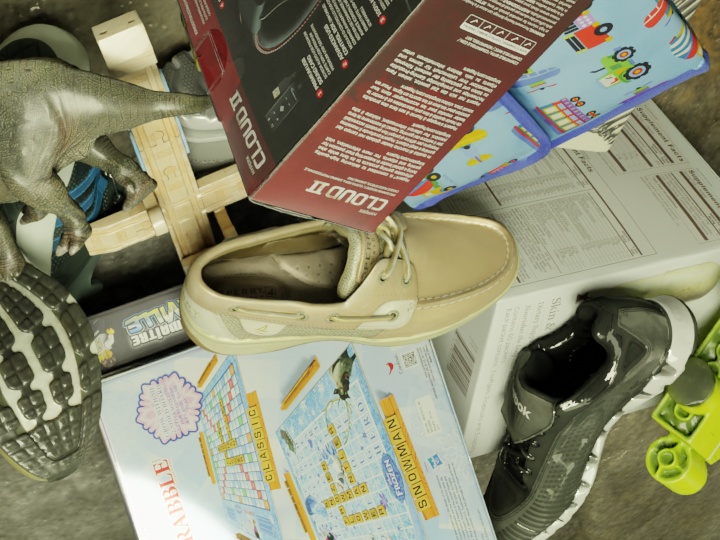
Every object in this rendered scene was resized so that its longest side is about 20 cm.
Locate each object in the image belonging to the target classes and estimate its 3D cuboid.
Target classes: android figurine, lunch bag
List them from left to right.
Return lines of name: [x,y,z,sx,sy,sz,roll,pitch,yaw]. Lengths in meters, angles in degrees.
lunch bag: [0.052,-0.112,0.703,0.199,0.095,0.150,-33,149,21]
android figurine: [0.251,0.067,0.914,0.183,0.041,0.200,-54,153,-1]

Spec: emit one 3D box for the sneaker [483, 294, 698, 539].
sneaker: [0.115,0.089,0.839,0.090,0.067,0.201,15,119,-37]

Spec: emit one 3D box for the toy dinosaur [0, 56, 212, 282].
toy dinosaur: [-0.160,-0.059,0.645,0.198,0.077,0.103,-7,130,35]

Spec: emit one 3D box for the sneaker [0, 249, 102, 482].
sneaker: [-0.201,0.028,0.733,0.076,0.201,0.089,-23,160,-30]

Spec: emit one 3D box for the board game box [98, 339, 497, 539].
board game box: [-0.034,0.126,0.798,0.198,0.202,0.041,-18,-179,-13]

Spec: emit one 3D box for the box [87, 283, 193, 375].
box: [-0.117,0.030,0.843,0.198,0.035,0.110,-20,-179,-13]

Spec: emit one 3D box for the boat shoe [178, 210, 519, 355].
boat shoe: [0.000,0.000,0.757,0.198,0.073,0.065,-8,158,-15]

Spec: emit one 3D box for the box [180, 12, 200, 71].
box: [-0.024,-0.187,0.650,0.116,0.049,0.201,-11,146,-18]

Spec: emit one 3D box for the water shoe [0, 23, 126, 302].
water shoe: [-0.169,-0.055,0.761,0.079,0.071,0.201,-28,150,-44]

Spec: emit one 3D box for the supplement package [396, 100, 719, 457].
supplement package: [0.132,0.002,0.925,0.198,0.151,0.153,-12,137,-21]

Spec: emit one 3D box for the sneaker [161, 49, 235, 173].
sneaker: [-0.022,-0.099,0.801,0.198,0.075,0.082,-7,150,-15]

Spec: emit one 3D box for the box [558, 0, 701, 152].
box: [0.152,-0.171,0.819,0.081,0.069,0.201,1,132,-33]

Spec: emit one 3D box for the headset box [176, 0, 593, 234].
headset box: [0.004,-0.126,0.575,0.075,0.150,0.200,14,131,-41]

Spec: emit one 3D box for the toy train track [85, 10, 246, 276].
toy train track: [-0.099,-0.051,0.720,0.114,0.033,0.201,-23,146,-8]
